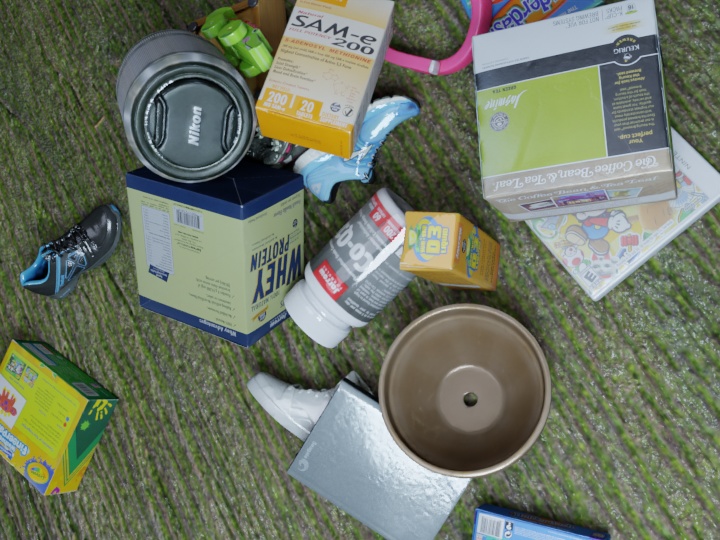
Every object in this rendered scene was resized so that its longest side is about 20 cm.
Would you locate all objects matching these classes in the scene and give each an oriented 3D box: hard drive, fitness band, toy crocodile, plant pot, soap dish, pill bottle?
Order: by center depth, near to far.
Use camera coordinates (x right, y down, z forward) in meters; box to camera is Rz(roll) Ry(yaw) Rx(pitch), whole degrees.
[{"bbox_3d":[0.127,0.148,0.905,0.199,0.093,0.202,-4,71,12],"label":"plant pot"},{"bbox_3d":[0.026,0.246,0.945,0.199,0.033,0.140,32,96,4],"label":"hard drive"},{"bbox_3d":[0.000,0.000,0.985,0.200,0.114,0.114,-45,67,13],"label":"pill bottle"},{"bbox_3d":[0.084,-0.342,1.009,0.199,0.037,0.145,28,110,37],"label":"fitness band"},{"bbox_3d":[-0.162,-0.312,1.020,0.062,0.068,0.200,-42,37,-6],"label":"toy crocodile"},{"bbox_3d":[-0.182,-0.302,1.133,0.156,0.081,0.202,-11,77,23],"label":"soap dish"}]

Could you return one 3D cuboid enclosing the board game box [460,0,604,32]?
[{"bbox_3d":[0.205,-0.376,0.981,0.151,0.045,0.201,-29,72,19],"label":"board game box"}]

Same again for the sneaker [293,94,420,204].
[{"bbox_3d":[0.006,-0.166,1.043,0.199,0.078,0.090,-35,88,20],"label":"sneaker"}]

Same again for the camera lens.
[{"bbox_3d":[-0.228,-0.216,0.970,0.160,0.160,0.200,-51,34,10],"label":"camera lens"}]

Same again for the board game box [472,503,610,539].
[{"bbox_3d":[0.196,0.389,0.867,0.151,0.045,0.202,7,85,25],"label":"board game box"}]

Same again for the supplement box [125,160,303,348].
[{"bbox_3d":[-0.193,-0.037,1.026,0.199,0.134,0.201,17,120,26],"label":"supplement box"}]

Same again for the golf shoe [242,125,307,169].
[{"bbox_3d":[-0.123,-0.169,1.079,0.200,0.088,0.078,-16,89,57],"label":"golf shoe"}]

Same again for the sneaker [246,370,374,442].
[{"bbox_3d":[-0.050,0.171,1.013,0.199,0.074,0.116,35,96,15],"label":"sneaker"}]

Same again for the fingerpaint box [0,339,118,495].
[{"bbox_3d":[-0.508,0.232,1.214,0.199,0.073,0.168,27,94,26],"label":"fingerpaint box"}]

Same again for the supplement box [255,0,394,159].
[{"bbox_3d":[-0.042,-0.259,0.966,0.125,0.074,0.201,15,71,5],"label":"supplement box"}]

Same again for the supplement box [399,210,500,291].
[{"bbox_3d":[0.110,-0.019,0.888,0.068,0.200,0.067,5,85,26],"label":"supplement box"}]

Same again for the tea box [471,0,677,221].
[{"bbox_3d":[0.244,-0.173,0.860,0.199,0.133,0.198,-6,79,24],"label":"tea box"}]

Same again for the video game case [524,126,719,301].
[{"bbox_3d":[0.300,-0.096,0.908,0.200,0.023,0.182,-42,67,14],"label":"video game case"}]

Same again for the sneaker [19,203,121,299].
[{"bbox_3d":[-0.468,-0.030,1.228,0.200,0.082,0.073,-47,65,11],"label":"sneaker"}]
